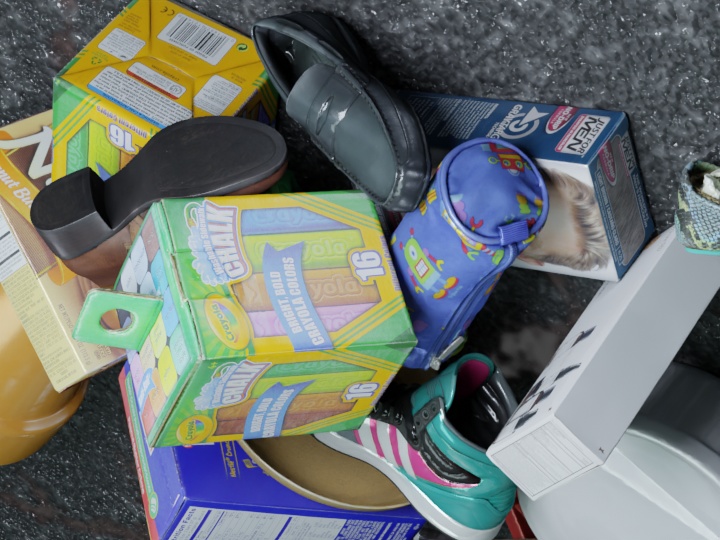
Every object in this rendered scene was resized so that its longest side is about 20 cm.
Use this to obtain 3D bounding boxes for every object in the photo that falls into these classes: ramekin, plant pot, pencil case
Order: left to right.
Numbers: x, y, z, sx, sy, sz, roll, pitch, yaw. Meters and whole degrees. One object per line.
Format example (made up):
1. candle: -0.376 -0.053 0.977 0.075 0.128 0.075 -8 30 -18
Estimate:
1. plant pot: -0.282 0.029 1.879 0.200 0.200 0.183 45 127 -7
2. plant pot: -0.021 0.101 1.701 0.200 0.200 0.028 36 130 5
3. pencil case: 0.057 -0.004 1.525 0.087 0.078 0.200 61 150 18
4. ramekin: 0.218 0.153 1.639 0.202 0.094 0.203 24 141 21

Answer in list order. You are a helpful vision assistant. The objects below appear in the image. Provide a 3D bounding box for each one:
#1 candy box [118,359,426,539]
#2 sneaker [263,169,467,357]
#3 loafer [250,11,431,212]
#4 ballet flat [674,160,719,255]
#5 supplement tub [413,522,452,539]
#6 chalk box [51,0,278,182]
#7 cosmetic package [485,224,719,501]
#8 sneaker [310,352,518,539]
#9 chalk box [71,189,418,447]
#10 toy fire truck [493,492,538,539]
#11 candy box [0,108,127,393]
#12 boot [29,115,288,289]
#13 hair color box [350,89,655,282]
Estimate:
1. candy box: -0.067 0.131 1.723 0.199 0.169 0.077 8 135 -26
2. sneaker: 0.000 0.000 1.678 0.200 0.074 0.084 33 117 -14
3. loafer: -0.015 -0.105 1.514 0.201 0.070 0.068 57 133 44
4. ballet flat: 0.281 -0.037 1.417 0.199 0.074 0.074 5 132 33
5. supplement tub: 0.035 0.209 1.844 0.107 0.107 0.200 36 143 5
6. chalk box: -0.144 -0.079 1.685 0.125 0.124 0.200 28 141 16
7. cosmetic package: 0.163 0.055 1.495 0.051 0.200 0.083 45 142 -8
8. sneaker: 0.038 0.094 1.630 0.200 0.084 0.121 36 130 9
9. chalk box: -0.085 0.033 1.507 0.125 0.199 0.124 122 137 -53
10. toy fire truck: 0.122 0.207 1.738 0.200 0.141 0.049 48 143 -11
11. candy box: -0.224 -0.021 1.772 0.055 0.115 0.200 -31 86 49
12. boot: -0.103 -0.011 1.591 0.188 0.069 0.200 -24 141 11
13. hair color box: 0.090 -0.060 1.557 0.200 0.061 0.100 8 134 34
